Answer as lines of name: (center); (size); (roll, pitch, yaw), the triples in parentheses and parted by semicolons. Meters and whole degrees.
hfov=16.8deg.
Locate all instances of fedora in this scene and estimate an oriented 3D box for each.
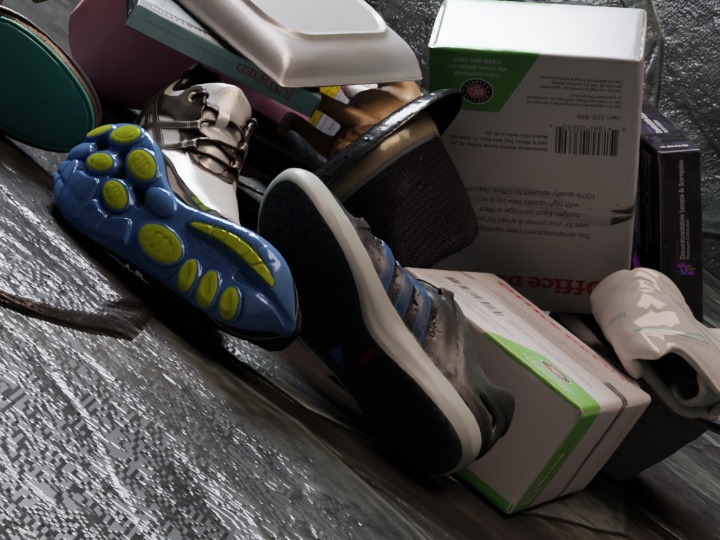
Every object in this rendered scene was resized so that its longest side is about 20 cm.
fedora: (0.016, -0.030, 1.566); (0.092, 0.200, 0.201); (50, 11, 5)
fedora: (0.183, 0.088, 1.770); (0.176, 0.090, 0.200); (28, 19, -33)

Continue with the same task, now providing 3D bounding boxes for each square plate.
square plate: (-0.066, -0.200, 1.711); (0.200, 0.029, 0.198); (42, 24, 20)

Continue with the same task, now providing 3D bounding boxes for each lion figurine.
lion figurine: (0.010, -0.108, 1.759); (0.122, 0.073, 0.201); (30, 42, -7)

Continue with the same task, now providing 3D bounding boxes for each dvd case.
dvd case: (-0.098, -0.187, 1.707); (0.145, 0.022, 0.200); (26, 25, -17)

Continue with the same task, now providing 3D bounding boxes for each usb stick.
usb stick: (-0.022, -0.066, 1.786); (0.199, 0.033, 0.056); (28, 21, -32)

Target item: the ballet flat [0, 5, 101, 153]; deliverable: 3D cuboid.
ballet flat: (-0.246, -0.142, 1.492); (0.199, 0.073, 0.073); (31, 10, -14)

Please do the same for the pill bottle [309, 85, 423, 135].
pill bottle: (-0.008, -0.129, 2.104); (0.199, 0.111, 0.111); (36, 10, 4)

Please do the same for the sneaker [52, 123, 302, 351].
sneaker: (-0.106, -0.015, 1.398); (0.199, 0.071, 0.083); (38, -13, 33)

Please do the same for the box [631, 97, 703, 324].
box: (0.210, -0.043, 1.777); (0.036, 0.144, 0.200); (-5, 18, -5)

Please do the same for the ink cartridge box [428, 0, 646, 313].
ink cartridge box: (0.120, -0.078, 1.688); (0.145, 0.201, 0.084); (4, 31, 6)

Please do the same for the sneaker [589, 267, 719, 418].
sneaker: (0.239, 0.074, 1.670); (0.199, 0.070, 0.081); (25, 36, -30)

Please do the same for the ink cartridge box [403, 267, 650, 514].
ink cartridge box: (0.087, 0.072, 1.542); (0.145, 0.084, 0.200); (38, 10, 16)

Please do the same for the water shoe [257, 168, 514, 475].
water shoe: (0.013, 0.027, 1.420); (0.079, 0.071, 0.201); (-26, 83, -50)

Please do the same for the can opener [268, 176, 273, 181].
can opener: (-0.057, -0.087, 1.912); (0.200, 0.078, 0.064); (39, -35, 46)

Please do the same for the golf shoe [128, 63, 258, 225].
golf shoe: (-0.107, -0.076, 1.569); (0.077, 0.095, 0.200); (30, 12, -29)

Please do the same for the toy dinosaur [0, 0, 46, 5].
toy dinosaur: (-0.268, -0.212, 1.749); (0.198, 0.059, 0.101); (1, 24, 10)

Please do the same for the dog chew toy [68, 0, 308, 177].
dog chew toy: (-0.120, -0.147, 1.809); (0.200, 0.125, 0.125); (41, 8, -10)
